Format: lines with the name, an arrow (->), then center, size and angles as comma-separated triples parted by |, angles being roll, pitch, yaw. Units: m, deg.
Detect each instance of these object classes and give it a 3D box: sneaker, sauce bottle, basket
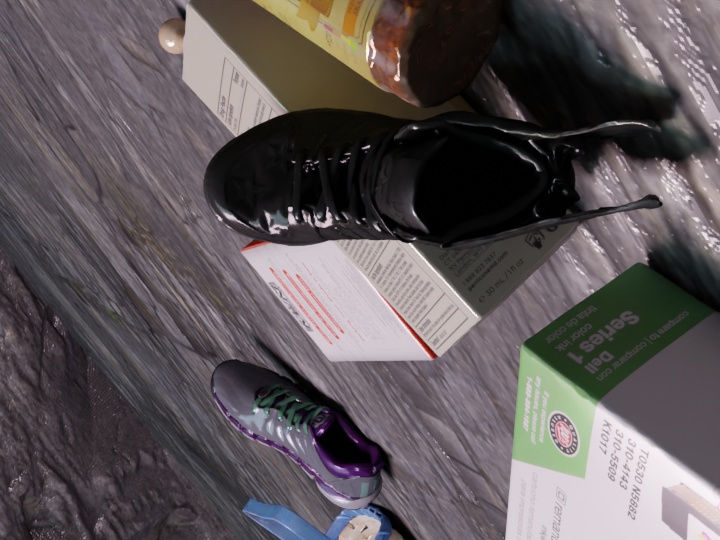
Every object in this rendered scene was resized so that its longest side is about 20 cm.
sneaker -> -0.055, 0.136, 1.414 | 0.199, 0.074, 0.088 | 35, 149, 12
sneaker -> 0.022, -0.039, 0.616 | 0.104, 0.197, 0.061 | -18, -72, -81
sauce bottle -> -0.028, -0.140, 0.641 | 0.199, 0.066, 0.066 | 36, 161, 33
basket -> -0.027, 0.306, 1.581 | 0.200, 0.140, 0.176 | 40, 167, -9

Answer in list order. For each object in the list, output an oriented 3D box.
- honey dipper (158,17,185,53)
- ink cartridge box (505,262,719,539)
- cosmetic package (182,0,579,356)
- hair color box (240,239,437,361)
honey dipper -> -0.071, -0.120, 0.875 | 0.200, 0.038, 0.038 | 35, 161, 52
ink cartridge box -> 0.161, 0.116, 0.639 | 0.200, 0.084, 0.146 | 38, 144, 35
cosmetic package -> 0.004, -0.061, 0.731 | 0.200, 0.071, 0.105 | 48, 165, 3
hair color box -> 0.000, 0.000, 0.913 | 0.102, 0.061, 0.200 | 51, 164, -9
